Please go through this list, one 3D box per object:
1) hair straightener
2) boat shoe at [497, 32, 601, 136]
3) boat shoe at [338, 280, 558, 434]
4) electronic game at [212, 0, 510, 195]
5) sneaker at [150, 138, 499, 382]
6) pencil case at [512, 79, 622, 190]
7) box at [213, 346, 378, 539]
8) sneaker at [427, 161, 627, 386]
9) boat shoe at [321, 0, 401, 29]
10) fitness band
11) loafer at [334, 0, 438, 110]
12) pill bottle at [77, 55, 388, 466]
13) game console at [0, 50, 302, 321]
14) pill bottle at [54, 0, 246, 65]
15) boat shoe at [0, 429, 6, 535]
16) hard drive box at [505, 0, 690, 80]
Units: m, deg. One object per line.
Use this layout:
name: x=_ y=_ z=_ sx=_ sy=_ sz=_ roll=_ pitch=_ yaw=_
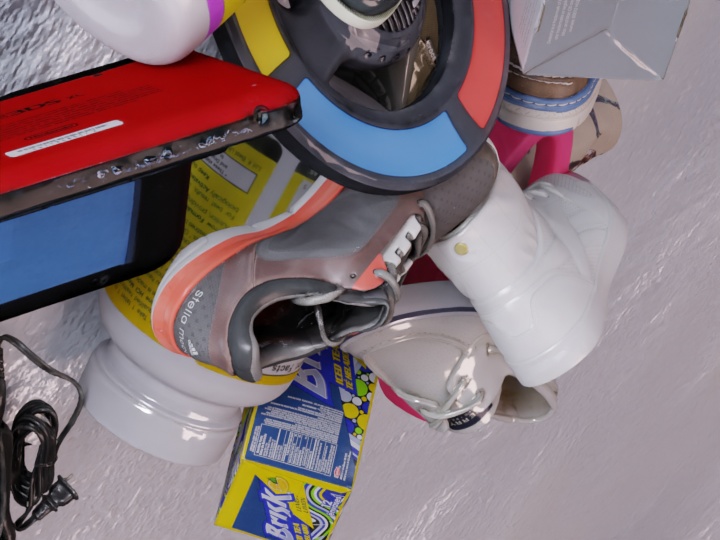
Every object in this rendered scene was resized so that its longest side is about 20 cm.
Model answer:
hair straightener: x=-0.184 y=0.110 z=1.408 sx=0.077 sy=0.041 sz=0.200 roll=-21 pitch=137 yaw=-38
boat shoe: x=0.119 y=-0.152 z=1.474 sx=0.200 sy=0.072 sz=0.072 roll=-73 pitch=174 yaw=-53
boat shoe: x=0.052 y=0.052 z=1.467 sx=0.071 sy=0.070 sz=0.200 roll=-20 pitch=163 yaw=24
electronic game: x=0.000 y=-0.133 z=1.267 sx=0.042 sy=0.200 sz=0.200 roll=-17 pitch=-170 yaw=43
sneaker: x=0.000 y=0.000 z=1.289 sx=0.200 sy=0.082 sz=0.077 roll=-32 pitch=137 yaw=-25
pencil case: x=0.080 y=-0.061 z=1.664 sx=0.200 sy=0.078 sz=0.089 roll=-41 pitch=171 yaw=-33
box: x=-0.024 y=0.053 z=1.496 sx=0.070 sy=0.064 sz=0.200 roll=113 pitch=-7 yaw=-49
sneaker: x=0.081 y=-0.033 z=1.437 sx=0.074 sy=0.116 sz=0.200 roll=-33 pitch=-163 yaw=17
boat shoe: x=0.027 y=-0.196 z=1.244 sx=0.066 sy=0.075 sz=0.199 roll=-27 pitch=-151 yaw=41
fitness band: x=0.073 y=-0.004 z=1.573 sx=0.144 sy=0.037 sz=0.200 roll=-13 pitch=126 yaw=-59
loafer: x=0.017 y=-0.117 z=1.443 sx=0.070 sy=0.075 sz=0.200 roll=-26 pitch=145 yaw=-45
pill bottle: x=-0.064 y=-0.005 z=1.386 sx=0.200 sy=0.112 sz=0.112 roll=-61 pitch=159 yaw=17
game console: x=-0.137 y=-0.011 z=1.133 sx=0.200 sy=0.172 sz=0.119 roll=-20 pitch=112 yaw=-25
pill bottle: x=-0.048 y=-0.186 z=1.154 sx=0.200 sy=0.104 sz=0.104 roll=-45 pitch=157 yaw=-23
boat shoe: x=-0.200 y=0.074 z=1.287 sx=0.074 sy=0.063 sz=0.201 roll=-35 pitch=150 yaw=-33
hard drive box: x=0.114 y=-0.217 z=1.335 sx=0.077 sy=0.200 sz=0.156 roll=2 pitch=136 yaw=-12
